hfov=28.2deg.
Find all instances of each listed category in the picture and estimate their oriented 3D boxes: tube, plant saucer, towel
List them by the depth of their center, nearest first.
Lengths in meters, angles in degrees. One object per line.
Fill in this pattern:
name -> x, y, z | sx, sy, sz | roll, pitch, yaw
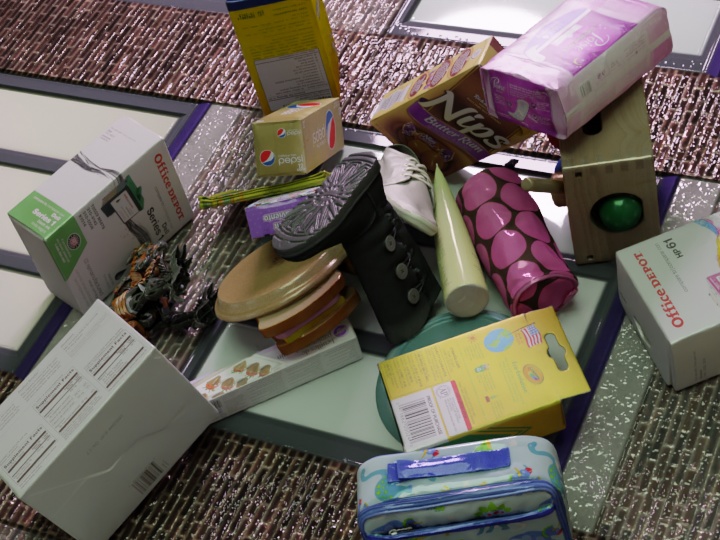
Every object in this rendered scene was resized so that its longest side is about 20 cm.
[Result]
plant saucer -> 0.111, 0.115, 1.557 | 0.198, 0.028, 0.201 | -8, 47, 9
tube -> 0.107, -0.033, 1.645 | 0.058, 0.052, 0.201 | -50, 31, 30
towel -> -0.100, -0.104, 1.755 | 0.199, 0.018, 0.086 | -9, 8, 34

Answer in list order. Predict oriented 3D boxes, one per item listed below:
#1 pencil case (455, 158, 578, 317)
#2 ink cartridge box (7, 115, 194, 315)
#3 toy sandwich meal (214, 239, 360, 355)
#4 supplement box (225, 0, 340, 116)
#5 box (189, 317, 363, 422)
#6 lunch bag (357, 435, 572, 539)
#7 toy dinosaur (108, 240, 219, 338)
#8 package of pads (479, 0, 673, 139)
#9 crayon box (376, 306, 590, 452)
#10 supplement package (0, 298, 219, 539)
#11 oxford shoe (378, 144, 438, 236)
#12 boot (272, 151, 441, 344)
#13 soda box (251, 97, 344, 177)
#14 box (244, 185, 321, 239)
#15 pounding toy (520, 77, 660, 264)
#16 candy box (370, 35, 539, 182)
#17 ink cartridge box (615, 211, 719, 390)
pencil case -> 0.181, -0.032, 1.632 | 0.093, 0.091, 0.201 | 8, 41, -27
ink cartridge box -> -0.315, -0.070, 1.767 | 0.084, 0.147, 0.200 | 29, 63, 34
toy sandwich meal -> -0.076, 0.018, 1.647 | 0.204, 0.071, 0.206 | -26, 21, 11
supplement box -> -0.099, -0.316, 1.887 | 0.108, 0.201, 0.110 | -9, 46, 7
box -> -0.096, 0.113, 1.611 | 0.198, 0.042, 0.039 | -24, 47, -4
lunch bag -> 0.098, 0.232, 1.362 | 0.198, 0.162, 0.083 | -9, 46, 7
toy dinosaur -> -0.244, 0.043, 1.703 | 0.135, 0.102, 0.202 | -17, 63, 21
package of pads -> 0.239, -0.231, 1.572 | 0.120, 0.076, 0.200 | 25, 53, 41
crayon box -> 0.129, 0.125, 1.488 | 0.198, 0.051, 0.128 | -18, 47, 1
supplement package -> -0.278, 0.165, 1.514 | 0.200, 0.156, 0.111 | -48, 53, -10
oxford shoe -> 0.055, -0.099, 1.672 | 0.058, 0.075, 0.200 | -50, 22, 13
boot -> 0.001, -0.001, 1.554 | 0.065, 0.201, 0.165 | 13, 49, 43
soda box -> -0.074, -0.166, 1.768 | 0.063, 0.068, 0.200 | -3, 13, 13
box -> -0.054, -0.078, 1.690 | 0.135, 0.039, 0.200 | -13, 6, 6
pounding toy -> 0.257, -0.111, 1.607 | 0.141, 0.185, 0.201 | -7, 47, 10
candy box -> 0.119, -0.188, 1.703 | 0.199, 0.117, 0.057 | -24, 32, 47
ink cartridge box -> 0.388, 0.020, 1.519 | 0.198, 0.085, 0.145 | -22, 47, -2
